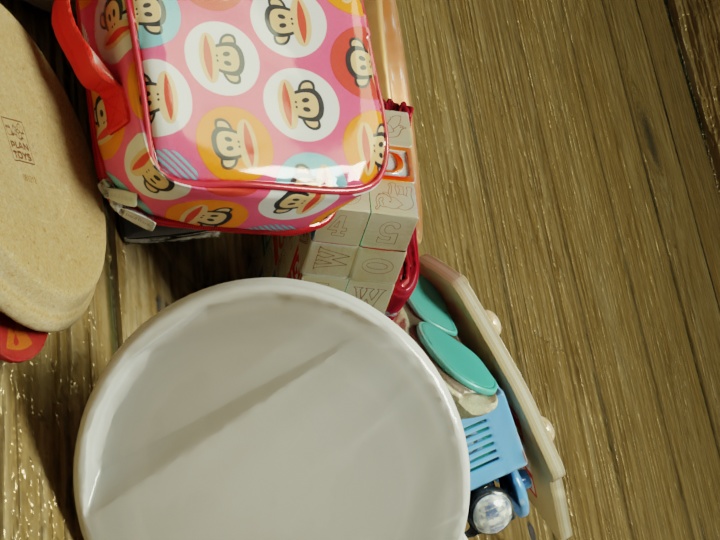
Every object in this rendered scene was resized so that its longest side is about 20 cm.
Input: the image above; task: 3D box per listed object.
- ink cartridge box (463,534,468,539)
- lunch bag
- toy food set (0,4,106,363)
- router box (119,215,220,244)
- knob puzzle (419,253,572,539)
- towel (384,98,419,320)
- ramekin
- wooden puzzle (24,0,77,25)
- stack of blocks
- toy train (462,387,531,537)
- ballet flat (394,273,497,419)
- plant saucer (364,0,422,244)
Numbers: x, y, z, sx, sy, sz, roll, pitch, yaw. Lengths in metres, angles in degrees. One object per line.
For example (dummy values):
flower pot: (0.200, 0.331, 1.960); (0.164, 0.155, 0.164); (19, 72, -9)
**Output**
ink cartridge box: (0.005, 0.236, 1.254); (0.126, 0.128, 0.200); (60, 19, -25)
lunch bag: (-0.082, -0.122, 1.244); (0.175, 0.082, 0.201); (3, 69, -30)
toy food set: (-0.190, -0.055, 1.154); (0.199, 0.048, 0.200); (67, 16, -5)
router box: (-0.108, -0.128, 1.394); (0.150, 0.062, 0.201); (-45, 128, -73)
knob puzzle: (0.090, 0.064, 1.559); (0.220, 0.030, 0.220); (59, -9, 15)
towel: (0.000, 0.000, 1.482); (0.200, 0.022, 0.145); (117, -25, -57)
ramekin: (-0.043, 0.097, 1.184); (0.094, 0.201, 0.203); (-81, 146, -80)
wooden puzzle: (-0.198, -0.238, 1.378); (0.200, 0.037, 0.186); (27, 43, -66)
stack of blocks: (-0.021, -0.009, 1.402); (0.201, 0.058, 0.116); (110, -19, -46)
toy train: (0.051, 0.103, 1.548); (0.200, 0.086, 0.115); (-130, -159, -65)
ballet flat: (0.039, 0.060, 1.456); (0.067, 0.063, 0.200); (30, 13, -18)
plant saucer: (0.012, -0.115, 1.588); (0.200, 0.037, 0.202); (-8, 90, -85)
